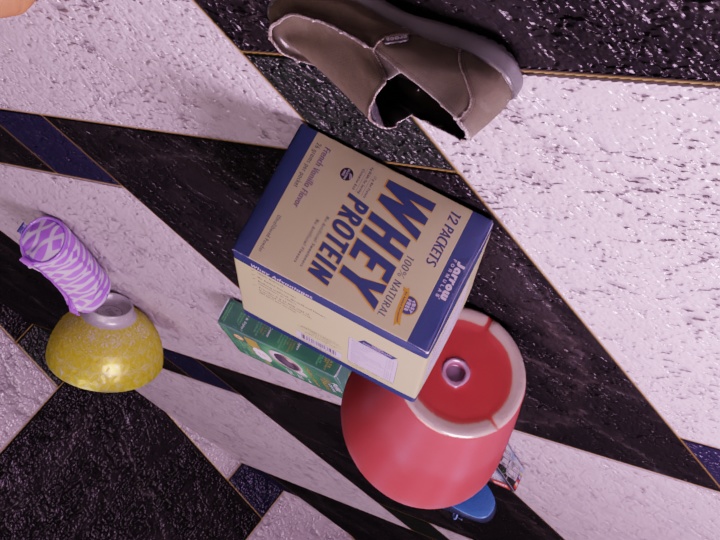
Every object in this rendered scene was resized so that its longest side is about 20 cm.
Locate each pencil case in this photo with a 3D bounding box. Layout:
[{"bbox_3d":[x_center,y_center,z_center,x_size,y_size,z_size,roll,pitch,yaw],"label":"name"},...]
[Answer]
[{"bbox_3d":[-0.450,-0.005,2.051,0.083,0.086,0.200,20,162,22],"label":"pencil case"}]

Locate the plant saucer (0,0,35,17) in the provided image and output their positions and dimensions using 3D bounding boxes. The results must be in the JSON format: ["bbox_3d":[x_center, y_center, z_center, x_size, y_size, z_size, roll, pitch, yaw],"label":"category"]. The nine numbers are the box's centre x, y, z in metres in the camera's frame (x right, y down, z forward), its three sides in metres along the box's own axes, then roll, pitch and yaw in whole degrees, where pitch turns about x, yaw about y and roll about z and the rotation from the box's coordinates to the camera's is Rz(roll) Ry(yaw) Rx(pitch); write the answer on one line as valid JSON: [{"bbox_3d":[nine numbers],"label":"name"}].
[{"bbox_3d":[-0.385,-0.289,1.204,0.198,0.038,0.201,27,164,8],"label":"plant saucer"}]

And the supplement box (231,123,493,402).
[{"bbox_3d":[0.000,0.000,1.247,0.198,0.136,0.200,27,163,6],"label":"supplement box"}]

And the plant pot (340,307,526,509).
[{"bbox_3d":[0.086,0.136,1.442,0.198,0.202,0.178,28,155,1],"label":"plant pot"}]

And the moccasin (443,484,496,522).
[{"bbox_3d":[0.138,0.338,2.126,0.199,0.080,0.069,33,154,34],"label":"moccasin"}]

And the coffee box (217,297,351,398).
[{"bbox_3d":[-0.097,0.114,1.894,0.198,0.044,0.123,23,163,21],"label":"coffee box"}]

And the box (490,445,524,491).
[{"bbox_3d":[0.127,0.243,1.915,0.198,0.040,0.137,19,162,29],"label":"box"}]

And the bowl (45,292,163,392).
[{"bbox_3d":[-0.423,0.103,2.240,0.198,0.200,0.109,23,120,19],"label":"bowl"}]

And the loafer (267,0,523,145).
[{"bbox_3d":[0.012,-0.143,0.926,0.198,0.070,0.075,21,162,26],"label":"loafer"}]
